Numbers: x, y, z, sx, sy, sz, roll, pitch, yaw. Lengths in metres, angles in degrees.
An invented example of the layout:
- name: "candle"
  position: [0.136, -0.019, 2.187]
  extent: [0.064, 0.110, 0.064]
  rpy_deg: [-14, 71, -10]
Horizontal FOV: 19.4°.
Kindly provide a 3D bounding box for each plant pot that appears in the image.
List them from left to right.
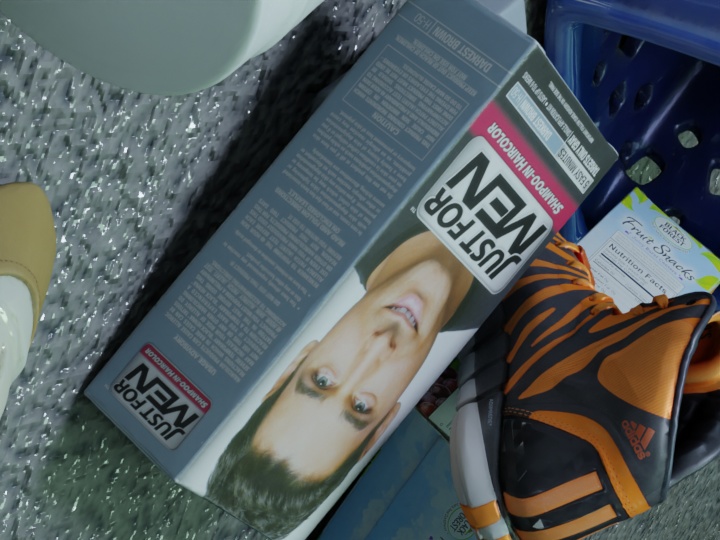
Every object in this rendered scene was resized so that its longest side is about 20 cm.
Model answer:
- name: "plant pot"
  position: [0.215, -0.097, 1.032]
  extent: [0.180, 0.199, 0.201]
  rpy_deg: [-57, 156, -31]

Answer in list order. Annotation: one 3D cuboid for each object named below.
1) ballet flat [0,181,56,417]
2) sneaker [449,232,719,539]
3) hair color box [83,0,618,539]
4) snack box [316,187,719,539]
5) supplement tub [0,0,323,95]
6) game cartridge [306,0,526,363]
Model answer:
- name: "ballet flat"
  position: [-0.140, 0.043, 0.602]
  extent: [0.200, 0.063, 0.069]
  rpy_deg: [-42, 148, -41]
- name: "sneaker"
  position: [0.097, 0.026, 0.835]
  extent: [0.078, 0.111, 0.201]
  rpy_deg: [56, 24, -39]
- name: "hair color box"
  position: [0.000, 0.000, 0.785]
  extent: [0.200, 0.061, 0.099]
  rpy_deg: [-50, 147, -1]
- name: "snack box"
  position: [0.069, 0.075, 0.992]
  extent: [0.200, 0.068, 0.169]
  rpy_deg: [-42, 169, -41]
- name: "supplement tub"
  position: [-0.018, -0.155, 0.572]
  extent: [0.200, 0.131, 0.133]
  rpy_deg: [-45, 150, -35]
- name: "game cartridge"
  position: [0.022, -0.020, 0.903]
  extent: [0.133, 0.040, 0.201]
  rpy_deg: [-36, 145, -40]
